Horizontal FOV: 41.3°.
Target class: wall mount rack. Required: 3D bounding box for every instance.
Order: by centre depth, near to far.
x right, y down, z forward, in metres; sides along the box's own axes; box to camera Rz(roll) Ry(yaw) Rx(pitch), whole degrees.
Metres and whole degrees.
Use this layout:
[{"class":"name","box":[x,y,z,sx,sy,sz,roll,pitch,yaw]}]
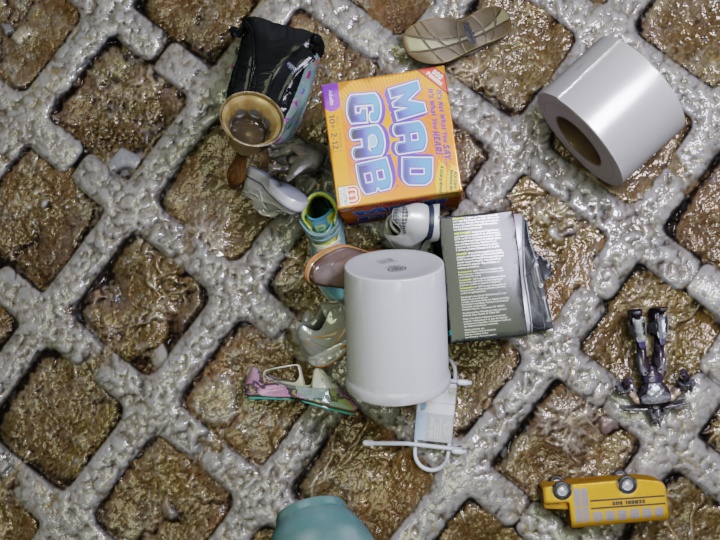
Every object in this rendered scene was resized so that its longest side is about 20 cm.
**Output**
[{"class":"wall mount rack","box":[0.096,0.236,1.601,0.172,0.075,0.202,5,85,6]}]

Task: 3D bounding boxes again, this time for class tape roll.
[{"class":"tape roll","box":[0.404,-0.257,1.553,0.139,0.203,0.203,-42,84,1]}]

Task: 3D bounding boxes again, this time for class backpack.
[{"class":"backpack","box":[-0.151,-0.314,1.633,0.166,0.126,0.202,16,89,18]}]

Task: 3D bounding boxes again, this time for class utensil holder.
[{"class":"utensil holder","box":[0.056,0.085,1.493,0.168,0.170,0.202,-1,109,4]}]

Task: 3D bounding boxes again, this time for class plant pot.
[{"class":"plant pot","box":[-0.068,0.451,1.552,0.198,0.201,0.135,-17,58,2]}]

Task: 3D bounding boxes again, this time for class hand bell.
[{"class":"hand bell","box":[-0.195,-0.194,1.584,0.103,0.200,0.105,7,62,-13]}]

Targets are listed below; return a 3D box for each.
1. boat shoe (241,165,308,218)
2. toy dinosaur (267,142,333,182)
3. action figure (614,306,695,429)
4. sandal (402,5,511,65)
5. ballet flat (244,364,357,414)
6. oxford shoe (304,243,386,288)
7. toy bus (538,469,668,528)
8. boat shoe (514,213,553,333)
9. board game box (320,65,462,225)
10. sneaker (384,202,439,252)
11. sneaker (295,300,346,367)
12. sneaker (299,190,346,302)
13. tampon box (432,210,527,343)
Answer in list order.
[{"class":"boat shoe","box":[-0.147,-0.119,1.601,0.073,0.200,0.066,19,100,-27]},{"class":"toy dinosaur","box":[-0.099,-0.185,1.579,0.101,0.200,0.078,-8,94,3]},{"class":"action figure","box":[0.482,0.163,1.584,0.129,0.069,0.202,-6,89,-6]},{"class":"sandal","box":[0.167,-0.404,1.658,0.198,0.054,0.081,-19,90,-12]},{"class":"ballet flat","box":[-0.100,0.196,1.623,0.198,0.069,0.072,7,85,9]},{"class":"oxford shoe","box":[0.000,0.000,1.569,0.199,0.073,0.072,-6,114,-37]},{"class":"toy bus","box":[0.398,0.376,1.575,0.198,0.065,0.079,-6,87,3]},{"class":"boat shoe","box":[0.290,0.003,1.606,0.067,0.072,0.202,-7,88,5]},{"class":"board game box","box":[0.053,-0.198,1.573,0.198,0.200,0.202,-8,85,3]},{"class":"sneaker","box":[0.075,-0.065,1.562,0.080,0.200,0.077,0,73,-8]},{"class":"sneaker","box":[-0.020,0.078,1.606,0.199,0.076,0.092,-33,111,0]},{"class":"sneaker","box":[-0.058,-0.040,1.603,0.079,0.131,0.202,-15,86,2]},{"class":"tampon box","box":[0.192,0.015,1.569,0.125,0.150,0.202,-5,86,-1]}]
